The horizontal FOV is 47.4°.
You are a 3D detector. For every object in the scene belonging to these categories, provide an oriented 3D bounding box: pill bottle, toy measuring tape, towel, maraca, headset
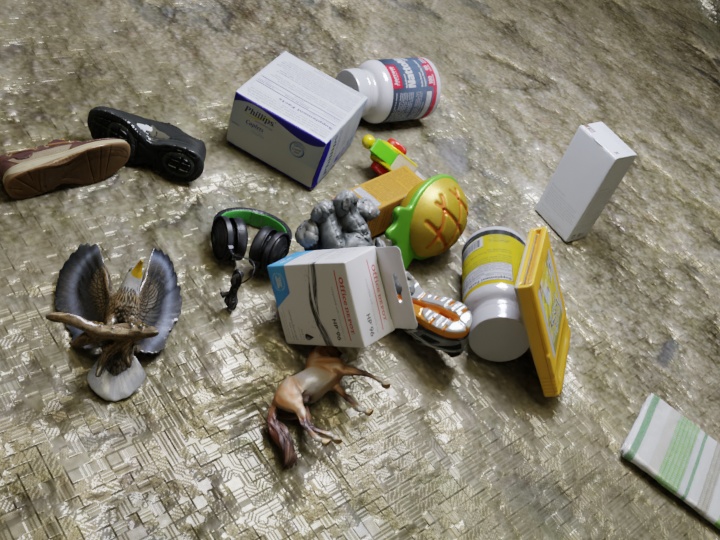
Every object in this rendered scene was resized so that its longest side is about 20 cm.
[{"bbox_3d":[0.051,-0.352,1.607,0.197,0.121,0.120,-14,53,-35],"label":"pill bottle"},{"bbox_3d":[0.081,-0.180,1.495,0.199,0.074,0.074,37,39,-12],"label":"toy measuring tape"},{"bbox_3d":[0.491,0.292,1.227,0.199,0.031,0.149,39,45,12],"label":"towel"},{"bbox_3d":[0.106,-0.079,1.346,0.106,0.140,0.199,18,38,38],"label":"maraca"},{"bbox_3d":[-0.169,-0.026,1.215,0.121,0.096,0.201,14,27,-6],"label":"headset"},{"bbox_3d":[0.214,0.036,1.286,0.112,0.115,0.202,17,42,-9],"label":"pill bottle"}]

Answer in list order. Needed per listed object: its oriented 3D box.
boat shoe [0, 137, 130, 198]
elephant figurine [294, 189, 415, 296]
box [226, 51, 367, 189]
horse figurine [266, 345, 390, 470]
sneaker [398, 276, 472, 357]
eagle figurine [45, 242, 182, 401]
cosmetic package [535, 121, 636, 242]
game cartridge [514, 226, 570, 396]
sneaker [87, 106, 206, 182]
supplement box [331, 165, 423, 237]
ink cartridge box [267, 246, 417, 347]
[{"bbox_3d":[-0.441,-0.169,1.216,0.198,0.073,0.072,-26,61,-34],"label":"boat shoe"},{"bbox_3d":[0.000,0.000,1.172,0.202,0.141,0.155,55,16,21],"label":"elephant figurine"},{"bbox_3d":[-0.111,-0.269,1.452,0.182,0.106,0.201,29,40,5],"label":"box"},{"bbox_3d":[-0.056,0.164,1.065,0.131,0.051,0.199,30,46,25],"label":"horse figurine"},{"bbox_3d":[0.080,0.067,1.225,0.198,0.078,0.078,31,57,35],"label":"sneaker"},{"bbox_3d":[-0.303,0.047,1.038,0.153,0.150,0.200,55,-3,-23],"label":"eagle figurine"},{"bbox_3d":[0.416,-0.163,1.525,0.073,0.202,0.102,-14,54,-36],"label":"cosmetic package"},{"bbox_3d":[0.281,0.064,1.240,0.032,0.203,0.177,-9,27,25],"label":"game cartridge"},{"bbox_3d":[-0.339,-0.209,1.315,0.197,0.077,0.091,25,30,-11],"label":"sneaker"},{"bbox_3d":[0.030,-0.110,1.382,0.068,0.067,0.199,37,43,22],"label":"supplement box"},{"bbox_3d":[-0.027,0.035,1.089,0.197,0.119,0.067,-3,16,45],"label":"ink cartridge box"}]
